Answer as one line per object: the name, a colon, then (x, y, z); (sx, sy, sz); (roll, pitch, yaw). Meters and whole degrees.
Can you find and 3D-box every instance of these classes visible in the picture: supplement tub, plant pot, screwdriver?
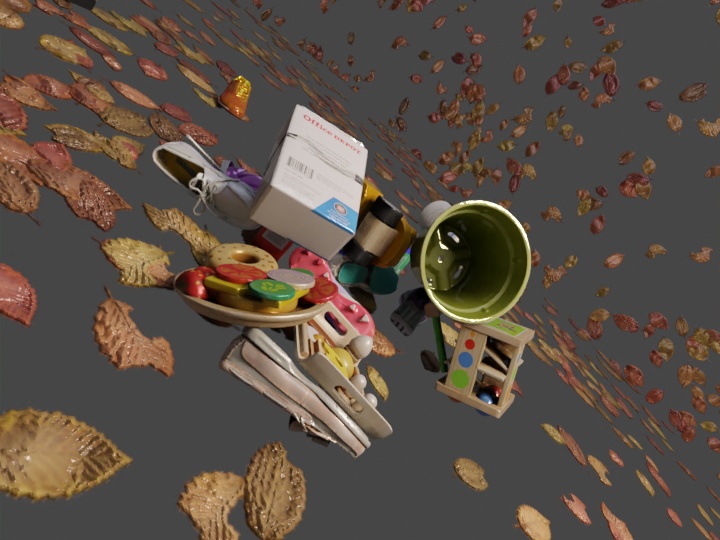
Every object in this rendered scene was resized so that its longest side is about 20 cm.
supplement tub: (0.282, -0.117, 1.704); (0.131, 0.132, 0.202); (26, 26, -37)
plant pot: (0.175, -0.020, 0.959); (0.199, 0.202, 0.184); (37, -3, -11)
screwdriver: (-0.221, -0.154, 0.896); (0.029, 0.028, 0.201); (10, -31, 42)

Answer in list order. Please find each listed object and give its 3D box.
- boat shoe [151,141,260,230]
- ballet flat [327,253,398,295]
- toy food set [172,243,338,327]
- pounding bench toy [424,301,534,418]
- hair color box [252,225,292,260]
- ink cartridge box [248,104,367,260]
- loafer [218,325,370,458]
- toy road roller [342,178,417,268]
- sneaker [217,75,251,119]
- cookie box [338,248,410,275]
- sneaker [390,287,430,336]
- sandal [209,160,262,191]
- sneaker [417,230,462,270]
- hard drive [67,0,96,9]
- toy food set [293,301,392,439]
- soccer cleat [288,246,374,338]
boat shoe: (-0.241, -0.130, 0.821); (0.201, 0.075, 0.086); (40, 19, 1)
ballet flat: (0.000, 0.000, 1.033); (0.198, 0.072, 0.072); (17, 31, -51)
toy food set: (-0.129, 0.017, 0.657); (0.194, 0.050, 0.200); (15, 14, 14)
pounding bench toy: (0.193, 0.158, 0.972); (0.197, 0.159, 0.124); (20, 11, 27)
hair color box: (-0.109, -0.123, 0.926); (0.061, 0.101, 0.202); (36, 41, -13)
ink cartridge box: (-0.074, -0.140, 0.826); (0.143, 0.084, 0.203); (28, 46, -21)
loafer: (-0.077, 0.150, 0.608); (0.200, 0.063, 0.072); (45, -13, -2)
toy road roller: (0.016, -0.085, 0.996); (0.145, 0.124, 0.200); (23, 18, -49)
sneaker: (-0.308, -0.437, 1.313); (0.072, 0.077, 0.202); (31, 24, -31)
cookie box: (0.008, -0.082, 1.193); (0.198, 0.075, 0.172); (14, 34, -53)
sneaker: (0.124, 0.067, 1.093); (0.074, 0.088, 0.200); (42, 20, 0)
sandal: (-0.230, -0.173, 0.963); (0.083, 0.050, 0.202); (46, 20, 10)
sneaker: (0.238, -0.039, 1.565); (0.197, 0.074, 0.080); (23, 36, -29)
hard drive: (-0.669, -0.643, 1.108); (0.200, 0.033, 0.139); (48, 21, 13)
toy food set: (-0.021, 0.110, 0.698); (0.144, 0.060, 0.201); (50, 7, -21)
soccer cleat: (-0.050, 0.044, 0.870); (0.200, 0.066, 0.077); (45, -12, 23)
